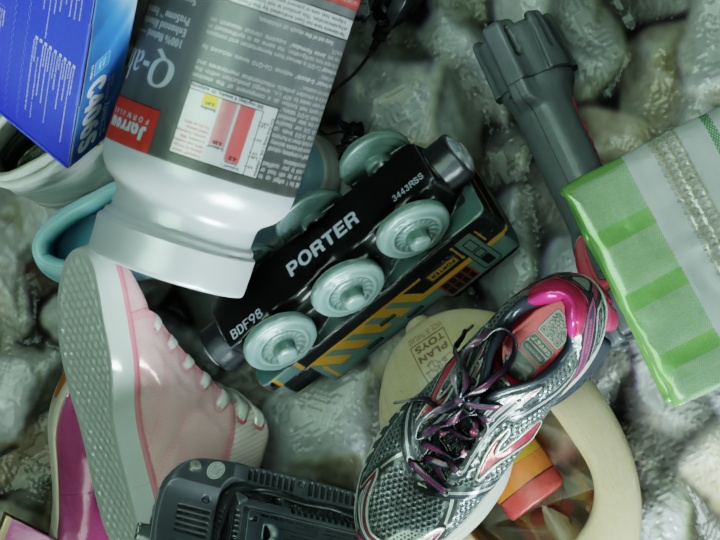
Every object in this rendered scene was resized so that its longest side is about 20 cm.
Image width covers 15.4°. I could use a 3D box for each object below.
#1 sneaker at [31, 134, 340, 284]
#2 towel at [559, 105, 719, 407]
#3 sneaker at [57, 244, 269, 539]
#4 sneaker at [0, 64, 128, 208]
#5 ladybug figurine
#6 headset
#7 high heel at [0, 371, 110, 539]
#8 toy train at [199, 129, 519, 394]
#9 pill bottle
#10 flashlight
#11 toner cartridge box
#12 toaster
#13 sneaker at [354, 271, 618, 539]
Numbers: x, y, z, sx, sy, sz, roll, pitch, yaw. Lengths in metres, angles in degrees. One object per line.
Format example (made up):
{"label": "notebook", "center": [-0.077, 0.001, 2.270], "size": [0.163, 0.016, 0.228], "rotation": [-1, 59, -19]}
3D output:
{"label": "sneaker", "center": [-0.109, -0.032, 1.632], "size": [0.200, 0.082, 0.074], "rotation": [-23, 84, 15]}
{"label": "towel", "center": [0.233, -0.026, 1.527], "size": [0.200, 0.031, 0.149], "rotation": [-25, 79, -6]}
{"label": "sneaker", "center": [-0.117, 0.069, 1.612], "size": [0.075, 0.104, 0.201], "rotation": [20, 124, 57]}
{"label": "sneaker", "center": [-0.141, -0.099, 1.625], "size": [0.200, 0.116, 0.074], "rotation": [-30, 79, 12]}
{"label": "ladybug figurine", "center": [0.091, 0.110, 1.576], "size": [0.136, 0.072, 0.200], "rotation": [-33, 81, 13]}
{"label": "headset", "center": [-0.014, -0.168, 1.591], "size": [0.123, 0.094, 0.200], "rotation": [-4, 105, 3]}
{"label": "high heel", "center": [-0.155, 0.118, 1.663], "size": [0.096, 0.067, 0.200], "rotation": [23, 85, -9]}
{"label": "toy train", "center": [0.000, 0.000, 1.583], "size": [0.200, 0.114, 0.085], "rotation": [-40, 53, 14]}
{"label": "pill bottle", "center": [-0.080, -0.093, 1.520], "size": [0.116, 0.116, 0.200], "rotation": [19, 94, 16]}
{"label": "flashlight", "center": [0.134, -0.055, 1.573], "size": [0.068, 0.068, 0.200], "rotation": [-19, 77, -21]}
{"label": "toner cartridge box", "center": [-0.174, -0.152, 1.486], "size": [0.095, 0.200, 0.043], "rotation": [38, 57, 12]}
{"label": "toaster", "center": [-0.045, 0.197, 1.562], "size": [0.200, 0.129, 0.114], "rotation": [14, 49, -11]}
{"label": "sneaker", "center": [0.062, 0.078, 1.507], "size": [0.081, 0.075, 0.200], "rotation": [38, 95, 13]}
